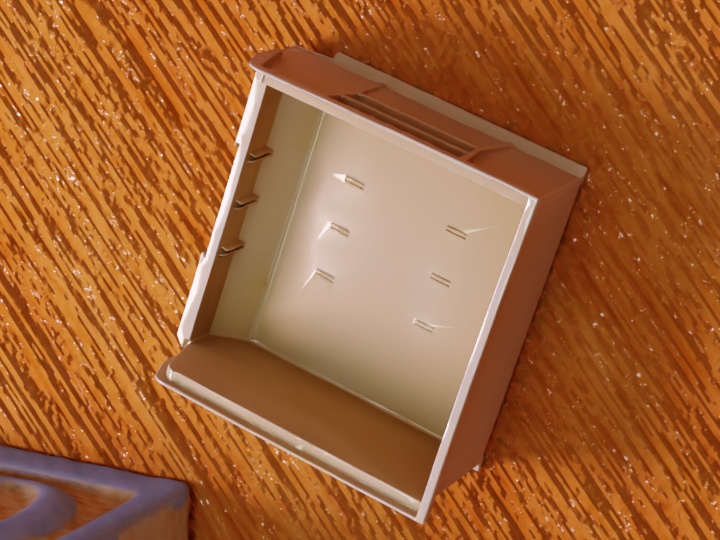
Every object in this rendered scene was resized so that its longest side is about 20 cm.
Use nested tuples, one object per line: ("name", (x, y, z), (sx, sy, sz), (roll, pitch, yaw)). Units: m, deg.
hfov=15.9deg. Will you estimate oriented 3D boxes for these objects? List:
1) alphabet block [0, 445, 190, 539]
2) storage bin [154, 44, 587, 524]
("alphabet block", (-0.231, 0.234, 1.579), (0.195, 0.195, 0.201), (9, 107, 27))
("storage bin", (0.000, 0.000, 1.458), (0.198, 0.094, 0.201), (26, 113, 19))
